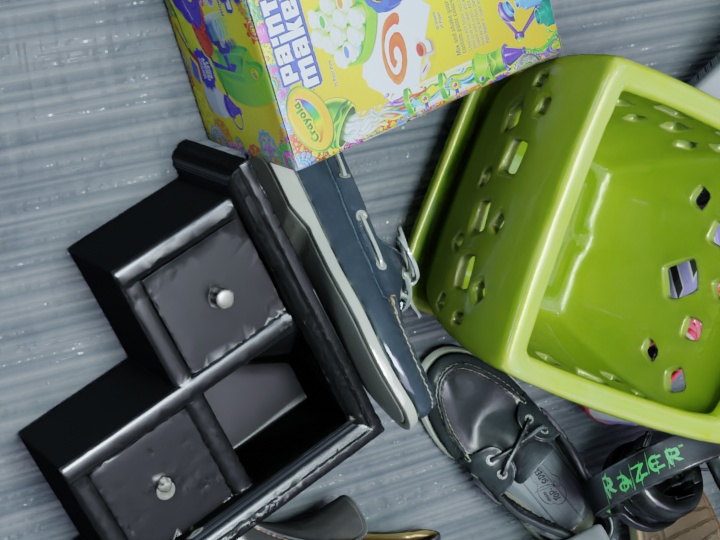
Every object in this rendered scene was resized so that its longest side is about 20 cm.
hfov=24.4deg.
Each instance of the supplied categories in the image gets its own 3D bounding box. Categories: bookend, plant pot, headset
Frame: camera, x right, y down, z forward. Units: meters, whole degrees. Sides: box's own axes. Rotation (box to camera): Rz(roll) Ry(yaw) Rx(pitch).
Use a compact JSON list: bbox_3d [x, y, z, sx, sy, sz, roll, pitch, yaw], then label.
[{"bbox_3d":[-0.120,0.061,0.985,0.199,0.092,0.200,-34,116,-19],"label":"bookend"},{"bbox_3d":[0.145,-0.024,1.068,0.199,0.181,0.200,20,92,-32],"label":"plant pot"},{"bbox_3d":[0.225,0.122,1.165,0.200,0.123,0.094,8,56,-59],"label":"headset"}]

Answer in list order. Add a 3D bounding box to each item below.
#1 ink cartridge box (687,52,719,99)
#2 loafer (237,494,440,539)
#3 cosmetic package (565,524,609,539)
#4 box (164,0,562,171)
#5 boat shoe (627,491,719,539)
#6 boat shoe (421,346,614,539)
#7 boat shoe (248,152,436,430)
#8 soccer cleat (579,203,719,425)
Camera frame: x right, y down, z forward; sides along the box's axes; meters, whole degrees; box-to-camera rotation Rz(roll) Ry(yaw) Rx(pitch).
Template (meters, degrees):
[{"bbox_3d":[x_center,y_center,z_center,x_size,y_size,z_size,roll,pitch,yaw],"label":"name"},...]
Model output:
[{"bbox_3d":[0.341,-0.101,1.157,0.200,0.043,0.196,44,109,-9],"label":"ink cartridge box"},{"bbox_3d":[-0.025,0.180,1.089,0.200,0.073,0.072,28,78,-42],"label":"loafer"},{"bbox_3d":[0.149,0.321,1.136,0.167,0.166,0.200,-28,117,5],"label":"cosmetic package"},{"bbox_3d":[-0.011,-0.193,0.969,0.193,0.122,0.200,-26,114,-23],"label":"box"},{"bbox_3d":[0.238,0.235,1.256,0.072,0.065,0.200,-21,94,-19],"label":"boat shoe"},{"bbox_3d":[0.113,0.130,1.153,0.075,0.066,0.199,-43,119,-14],"label":"boat shoe"},{"bbox_3d":[0.000,0.000,1.011,0.062,0.075,0.200,-24,71,-19],"label":"boat shoe"},{"bbox_3d":[0.229,0.030,1.191,0.200,0.076,0.067,-48,120,-12],"label":"soccer cleat"}]
